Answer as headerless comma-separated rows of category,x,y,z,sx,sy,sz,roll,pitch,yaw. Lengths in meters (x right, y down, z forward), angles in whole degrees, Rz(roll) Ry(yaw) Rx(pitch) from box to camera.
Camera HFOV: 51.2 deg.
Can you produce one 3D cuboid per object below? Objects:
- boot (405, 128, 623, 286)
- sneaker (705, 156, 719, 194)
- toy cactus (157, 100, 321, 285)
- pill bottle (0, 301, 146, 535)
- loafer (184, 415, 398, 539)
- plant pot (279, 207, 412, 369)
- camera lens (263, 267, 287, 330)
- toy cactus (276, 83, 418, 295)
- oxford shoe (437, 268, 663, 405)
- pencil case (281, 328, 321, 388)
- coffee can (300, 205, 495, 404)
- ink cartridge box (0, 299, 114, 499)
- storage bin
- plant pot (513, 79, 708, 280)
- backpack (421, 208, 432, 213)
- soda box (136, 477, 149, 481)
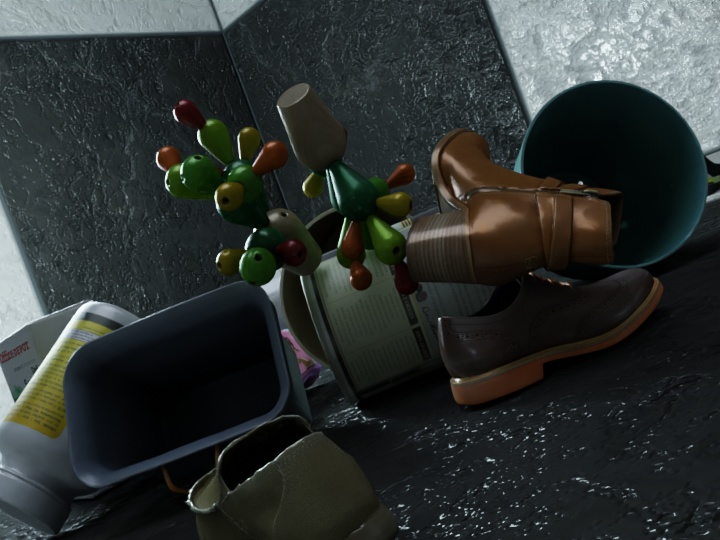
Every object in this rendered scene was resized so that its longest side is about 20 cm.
boot,0.130,-0.056,0.601,0.151,0.075,0.202,-5,38,23
sneaker,0.606,-0.183,1.333,0.071,0.085,0.199,-20,2,35
toy cactus,-0.085,-0.055,0.634,0.102,0.200,0.165,-44,-43,4
pill bottle,-0.277,0.142,0.734,0.111,0.112,0.203,-20,37,50
loafer,-0.047,0.117,0.414,0.075,0.069,0.199,-22,1,-33
plant pot,0.000,0.000,0.899,0.183,0.191,0.200,-21,13,2
camera lens,-0.136,0.083,1.287,0.196,0.163,0.160,-22,1,-10
toy cactus,-0.010,-0.082,0.631,0.101,0.166,0.202,-27,38,7
oxford shoe,0.148,0.030,0.572,0.197,0.074,0.071,-23,2,-22
pencil case,-0.105,0.124,0.877,0.083,0.087,0.200,-41,-2,13
coffee can,0.057,0.024,0.730,0.196,0.149,0.146,-22,1,2
ink cartridge box,-0.338,0.154,0.876,0.083,0.204,0.143,-21,1,-43
storage bin,-0.135,0.123,0.669,0.196,0.148,0.135,-22,-26,7
plant pot,0.256,-0.081,0.844,0.197,0.204,0.161,-22,-12,-8
backpack,0.175,-0.036,1.503,0.150,0.167,0.200,-13,-7,-8
soda box,-0.187,0.167,0.869,0.067,0.066,0.199,-21,1,21
